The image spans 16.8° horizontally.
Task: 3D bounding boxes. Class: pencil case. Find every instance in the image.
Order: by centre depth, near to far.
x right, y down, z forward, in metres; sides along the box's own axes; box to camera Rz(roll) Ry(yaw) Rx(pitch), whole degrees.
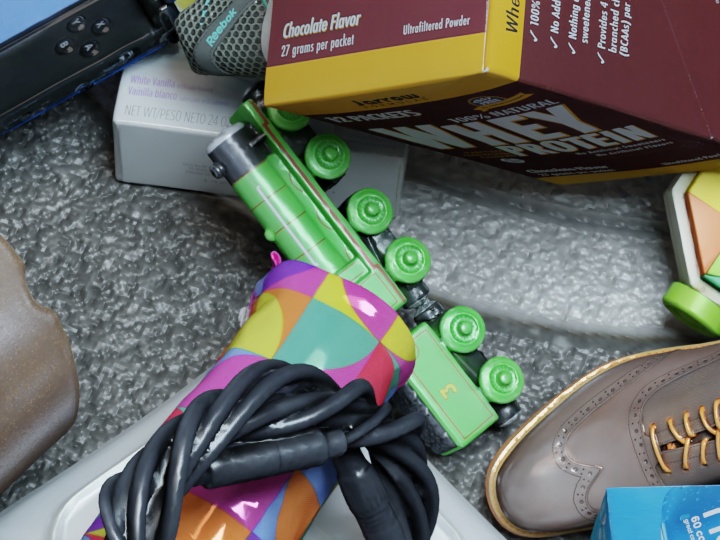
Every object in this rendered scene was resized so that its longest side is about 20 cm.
[{"bbox_3d":[-0.055,0.087,1.055,0.088,0.088,0.200,28,63,13],"label":"pencil case"}]

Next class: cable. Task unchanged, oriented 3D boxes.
[{"bbox_3d":[-0.030,0.117,0.984,0.051,0.200,0.163,12,77,42],"label":"cable"}]

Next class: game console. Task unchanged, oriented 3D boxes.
[{"bbox_3d":[-0.164,-0.194,1.190,0.171,0.118,0.200,-29,50,-2],"label":"game console"}]

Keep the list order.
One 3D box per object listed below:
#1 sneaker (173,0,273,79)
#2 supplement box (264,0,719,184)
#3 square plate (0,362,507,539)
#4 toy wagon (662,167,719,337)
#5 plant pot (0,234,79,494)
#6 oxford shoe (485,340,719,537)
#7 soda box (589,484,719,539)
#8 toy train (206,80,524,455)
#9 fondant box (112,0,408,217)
[{"bbox_3d":[-0.027,-0.156,1.170,0.091,0.078,0.200,-2,35,28],"label":"sneaker"},{"bbox_3d":[0.080,-0.155,1.093,0.200,0.133,0.197,12,79,-44],"label":"supplement box"},{"bbox_3d":[-0.044,0.133,1.095,0.198,0.028,0.200,-35,67,-21],"label":"square plate"},{"bbox_3d":[0.245,-0.008,1.154,0.200,0.040,0.155,34,84,0],"label":"toy wagon"},{"bbox_3d":[-0.239,0.066,1.040,0.200,0.200,0.198,40,58,19],"label":"plant pot"},{"bbox_3d":[0.149,0.066,1.095,0.200,0.073,0.071,-26,91,3],"label":"oxford shoe"},{"bbox_3d":[0.206,0.135,1.083,0.200,0.068,0.064,-1,60,-3],"label":"soda box"},{"bbox_3d":[0.000,0.000,1.135,0.056,0.042,0.200,-38,90,-21],"label":"toy train"},{"bbox_3d":[-0.038,-0.132,1.235,0.144,0.058,0.200,7,58,2],"label":"fondant box"}]
